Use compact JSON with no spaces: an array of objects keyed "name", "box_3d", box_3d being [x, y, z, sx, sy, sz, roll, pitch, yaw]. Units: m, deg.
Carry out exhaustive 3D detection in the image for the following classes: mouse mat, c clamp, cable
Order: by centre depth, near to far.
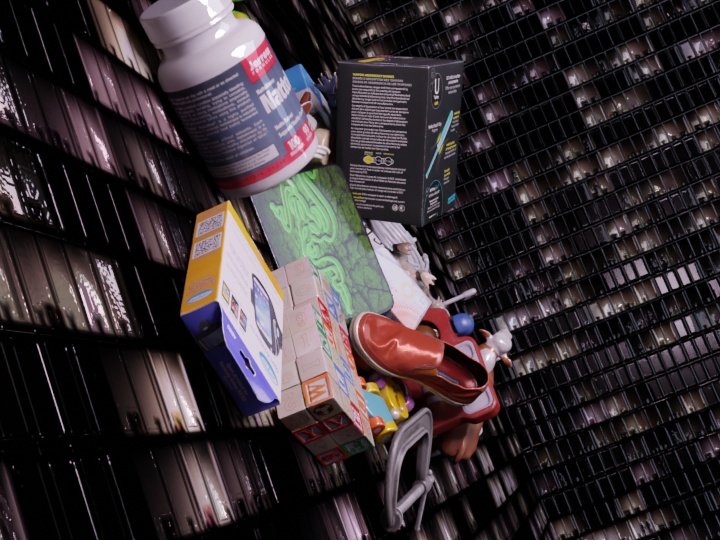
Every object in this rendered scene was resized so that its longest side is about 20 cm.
[{"name":"c clamp","box_3d":[0.061,0.253,1.268,0.200,0.027,0.172,-1,100,-71]},{"name":"mouse mat","box_3d":[-0.044,-0.026,1.279,0.161,0.008,0.201,-20,86,-44]},{"name":"cable","box_3d":[0.034,-0.036,1.718,0.200,0.069,0.200,46,15,-19]}]

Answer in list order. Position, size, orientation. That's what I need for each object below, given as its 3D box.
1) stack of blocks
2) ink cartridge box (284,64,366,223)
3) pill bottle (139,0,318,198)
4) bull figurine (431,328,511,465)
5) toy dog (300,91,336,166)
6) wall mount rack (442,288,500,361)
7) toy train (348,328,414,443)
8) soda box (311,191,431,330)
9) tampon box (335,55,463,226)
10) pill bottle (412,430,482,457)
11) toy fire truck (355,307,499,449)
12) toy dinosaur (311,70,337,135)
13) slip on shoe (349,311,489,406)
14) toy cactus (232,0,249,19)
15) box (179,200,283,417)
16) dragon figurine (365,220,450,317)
[{"name":"stack of blocks","box_3d":[-0.051,0.085,1.097,0.115,0.058,0.201,56,15,-49]},{"name":"ink cartridge box","box_3d":[-0.068,-0.165,1.500,0.146,0.086,0.201,49,22,-62]},{"name":"pill bottle","box_3d":[-0.136,-0.187,1.075,0.120,0.119,0.201,-95,160,-61]},{"name":"bull figurine","box_3d":[0.147,0.170,1.459,0.201,0.065,0.121,-68,-171,-15]},{"name":"toy dog","box_3d":[-0.095,-0.187,1.328,0.200,0.131,0.097,-50,146,-89]},{"name":"wall mount rack","box_3d":[0.133,0.123,1.746,0.074,0.174,0.201,-8,71,-38]},{"name":"toy train","box_3d":[-0.005,0.136,1.278,0.150,0.056,0.200,51,16,-5]},{"name":"soda box","box_3d":[0.000,0.000,1.356,0.200,0.063,0.068,49,48,-16]},{"name":"tampon box","box_3d":[0.050,-0.175,1.384,0.150,0.126,0.201,-30,125,-64]},{"name":"pill bottle","box_3d":[0.096,0.167,1.569,0.111,0.111,0.201,4,64,-80]},{"name":"toy fire truck","box_3d":[0.086,0.134,1.417,0.112,0.167,0.201,56,15,-51]},{"name":"toy dinosaur","box_3d":[-0.021,-0.224,1.538,0.182,0.104,0.201,67,36,-70]},{"name":"slip on shoe","box_3d":[0.074,0.102,1.287,0.199,0.061,0.074,30,51,-20]},{"name":"toy cactus","box_3d":[-0.194,-0.308,1.191,0.165,0.102,0.201,27,40,-46]},{"name":"box","box_3d":[-0.111,0.036,0.941,0.200,0.041,0.119,-92,158,-59]},{"name":"dragon figurine","box_3d":[0.053,0.001,1.502,0.200,0.059,0.099,48,-13,2]}]
